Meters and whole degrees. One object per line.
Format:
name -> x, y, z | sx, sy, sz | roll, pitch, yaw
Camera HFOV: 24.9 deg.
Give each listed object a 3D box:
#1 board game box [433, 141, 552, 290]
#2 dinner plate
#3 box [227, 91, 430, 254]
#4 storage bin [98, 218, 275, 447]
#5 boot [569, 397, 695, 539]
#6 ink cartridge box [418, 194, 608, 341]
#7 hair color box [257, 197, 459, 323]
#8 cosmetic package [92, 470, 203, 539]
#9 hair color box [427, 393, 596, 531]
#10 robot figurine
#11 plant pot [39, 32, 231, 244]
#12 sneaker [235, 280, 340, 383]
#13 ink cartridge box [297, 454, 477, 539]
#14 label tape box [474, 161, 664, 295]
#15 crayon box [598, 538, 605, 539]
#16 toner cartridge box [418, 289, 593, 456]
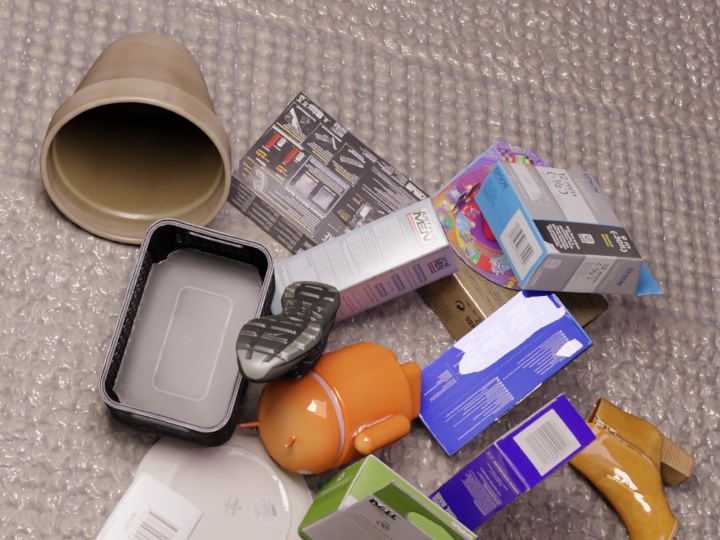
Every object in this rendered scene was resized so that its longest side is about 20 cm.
board game box -> 0.184, -0.072, 1.879 | 0.158, 0.039, 0.200 | 46, 53, 5
dinner plate -> -0.136, 0.244, 1.657 | 0.199, 0.024, 0.201 | 12, 60, -21
box -> -0.040, -0.087, 1.867 | 0.200, 0.050, 0.158 | 38, 54, -2
storage bin -> -0.172, 0.064, 1.647 | 0.135, 0.094, 0.201 | 15, 74, 2
boot -> 0.289, 0.249, 1.838 | 0.144, 0.071, 0.202 | 29, 52, -2
ink cartridge box -> 0.164, 0.012, 1.895 | 0.164, 0.075, 0.200 | -29, 78, -36
hair color box -> 0.000, 0.000, 1.749 | 0.199, 0.099, 0.061 | -23, 72, 4
cosmetic package -> -0.221, 0.271, 1.491 | 0.074, 0.200, 0.102 | 35, 54, -4
hair color box -> 0.148, 0.212, 1.700 | 0.109, 0.200, 0.065 | -31, 77, -35
robot figurine -> -0.027, 0.144, 1.703 | 0.200, 0.117, 0.144 | -17, 67, -39
plant pot -> -0.235, -0.158, 1.744 | 0.199, 0.200, 0.174 | 16, 42, -17
sneaker -> -0.067, 0.077, 1.605 | 0.075, 0.080, 0.200 | 13, 22, 16
ink cartridge box -> 0.051, 0.252, 1.624 | 0.148, 0.200, 0.076 | 39, 54, -10
label tape box -> 0.244, -0.045, 1.814 | 0.199, 0.066, 0.144 | 2, 45, -31
crayon box -> 0.253, 0.402, 1.734 | 0.118, 0.058, 0.200 | -19, 73, -32
toner cartridge box -> 0.148, 0.106, 1.787 | 0.200, 0.043, 0.095 | -38, 81, 1
